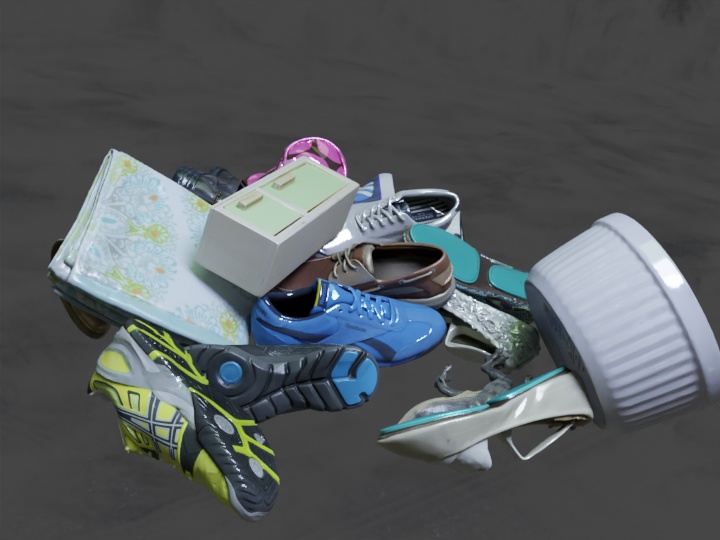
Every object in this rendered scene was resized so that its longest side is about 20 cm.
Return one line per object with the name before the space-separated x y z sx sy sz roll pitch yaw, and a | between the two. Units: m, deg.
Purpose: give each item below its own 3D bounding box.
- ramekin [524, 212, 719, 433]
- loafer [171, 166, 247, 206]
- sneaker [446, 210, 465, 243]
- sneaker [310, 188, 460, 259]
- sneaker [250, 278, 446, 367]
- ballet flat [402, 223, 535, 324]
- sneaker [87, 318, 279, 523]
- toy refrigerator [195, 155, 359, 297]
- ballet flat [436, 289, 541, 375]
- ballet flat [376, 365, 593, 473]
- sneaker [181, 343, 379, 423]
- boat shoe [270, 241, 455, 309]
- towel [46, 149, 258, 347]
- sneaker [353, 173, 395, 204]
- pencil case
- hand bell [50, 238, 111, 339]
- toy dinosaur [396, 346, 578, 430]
ramekin | 0.238 0.058 0.744 0.105 0.200 0.200 -26 27 2
loafer | -0.161 -0.079 0.924 0.072 0.073 0.200 22 11 5
sneaker | 0.091 -0.018 1.038 0.090 0.078 0.200 -7 18 12
sneaker | 0.026 -0.062 0.935 0.200 0.071 0.073 -18 72 -23
sneaker | -0.007 0.048 0.775 0.200 0.079 0.066 0 42 -11
ballet flat | 0.130 0.013 0.922 0.200 0.074 0.074 26 23 -6
sneaker | -0.140 0.127 0.624 0.200 0.076 0.075 43 5 29
toy refrigerator | -0.077 -0.054 0.803 0.076 0.070 0.200 29 30 10
ballet flat | 0.101 0.056 0.864 0.200 0.072 0.072 24 28 35
ballet flat | 0.113 0.137 0.670 0.200 0.070 0.069 -15 31 -19
sneaker | -0.086 0.102 0.712 0.200 0.073 0.082 2 -3 -8
boat shoe | 0.000 0.000 0.830 0.200 0.072 0.076 -5 49 0
towel | -0.184 -0.009 0.762 0.200 0.048 0.171 33 44 -27
sneaker | -0.023 -0.076 1.074 0.146 0.081 0.200 -9 20 3
pencil case | -0.097 -0.110 1.019 0.094 0.091 0.200 7 -13 -26
hand bell | -0.206 -0.014 0.828 0.104 0.104 0.200 27 38 36
toy dinosaur | 0.116 0.119 0.747 0.200 0.048 0.088 -1 32 -13
